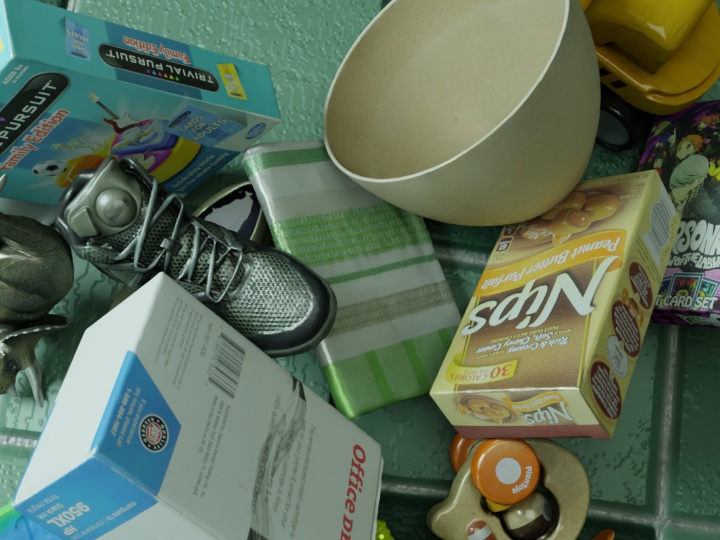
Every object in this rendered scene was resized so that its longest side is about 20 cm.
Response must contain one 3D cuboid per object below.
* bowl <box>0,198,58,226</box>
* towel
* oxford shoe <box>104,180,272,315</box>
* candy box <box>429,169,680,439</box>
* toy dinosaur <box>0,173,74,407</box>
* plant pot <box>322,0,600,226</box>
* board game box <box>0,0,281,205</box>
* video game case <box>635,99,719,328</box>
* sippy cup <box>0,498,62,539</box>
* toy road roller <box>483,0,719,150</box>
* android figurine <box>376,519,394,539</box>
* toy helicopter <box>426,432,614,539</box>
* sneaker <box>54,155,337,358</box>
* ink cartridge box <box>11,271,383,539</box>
[{"bbox_3d":[-0.297,-0.114,0.807,0.200,0.090,0.202,1,77,-6],"label":"bowl"},{"bbox_3d":[0.000,0.000,0.814,0.149,0.031,0.201,-11,77,-44],"label":"towel"},{"bbox_3d":[-0.134,0.012,0.804,0.071,0.074,0.200,33,75,2],"label":"oxford shoe"},{"bbox_3d":[0.139,0.022,0.781,0.055,0.115,0.200,53,48,-30],"label":"candy box"},{"bbox_3d":[-0.230,-0.004,0.751,0.102,0.200,0.077,22,41,-11],"label":"toy dinosaur"},{"bbox_3d":[0.092,-0.109,0.805,0.134,0.200,0.201,40,71,-38],"label":"plant pot"},{"bbox_3d":[-0.176,-0.096,0.734,0.200,0.151,0.047,6,61,-46],"label":"board game box"},{"bbox_3d":[0.275,-0.044,0.811,0.036,0.200,0.182,34,72,-32],"label":"video game case"},{"bbox_3d":[-0.187,0.212,0.720,0.178,0.130,0.140,45,77,5],"label":"sippy cup"},{"bbox_3d":[0.188,-0.202,0.857,0.200,0.146,0.123,37,75,3],"label":"toy road roller"},{"bbox_3d":[0.033,0.263,0.750,0.182,0.041,0.201,-29,96,6],"label":"android figurine"},{"bbox_3d":[0.099,0.214,0.796,0.132,0.079,0.201,29,85,-8],"label":"toy helicopter"},{"bbox_3d":[-0.113,-0.008,0.712,0.199,0.114,0.076,27,83,20],"label":"sneaker"},{"bbox_3d":[-0.086,0.123,0.681,0.200,0.084,0.145,41,34,-24],"label":"ink cartridge box"}]
